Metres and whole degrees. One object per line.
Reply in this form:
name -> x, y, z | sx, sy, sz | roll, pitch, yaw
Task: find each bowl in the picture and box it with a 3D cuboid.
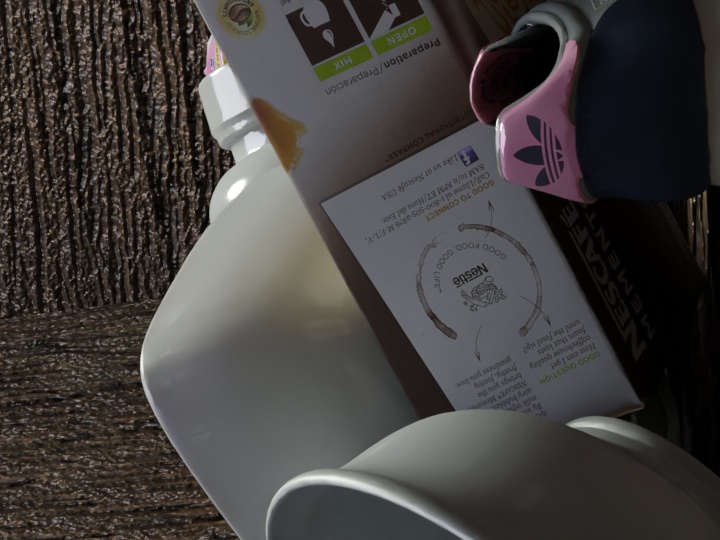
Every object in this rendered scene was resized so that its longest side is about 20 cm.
bowl -> 0.073, 0.111, 0.831 | 0.201, 0.090, 0.201 | 34, 153, 20
bowl -> 0.025, 0.052, 0.977 | 0.200, 0.075, 0.200 | 54, -153, -13

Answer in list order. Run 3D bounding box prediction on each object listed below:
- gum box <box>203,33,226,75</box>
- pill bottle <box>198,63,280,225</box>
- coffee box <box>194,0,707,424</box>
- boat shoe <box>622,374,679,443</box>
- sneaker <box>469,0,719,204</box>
gum box -> 0.007, -0.159, 1.487 | 0.066, 0.199, 0.114 | 77, -173, -84
pill bottle -> 0.000, 0.000, 1.139 | 0.112, 0.112, 0.201 | 77, 173, -85
coffee box -> 0.032, -0.048, 0.897 | 0.200, 0.080, 0.114 | 62, -153, -11
boat shoe -> 0.089, -0.006, 1.078 | 0.068, 0.072, 0.200 | -98, -3, -51
sneaker -> 0.072, -0.074, 0.833 | 0.200, 0.082, 0.070 | -95, -2, -72
